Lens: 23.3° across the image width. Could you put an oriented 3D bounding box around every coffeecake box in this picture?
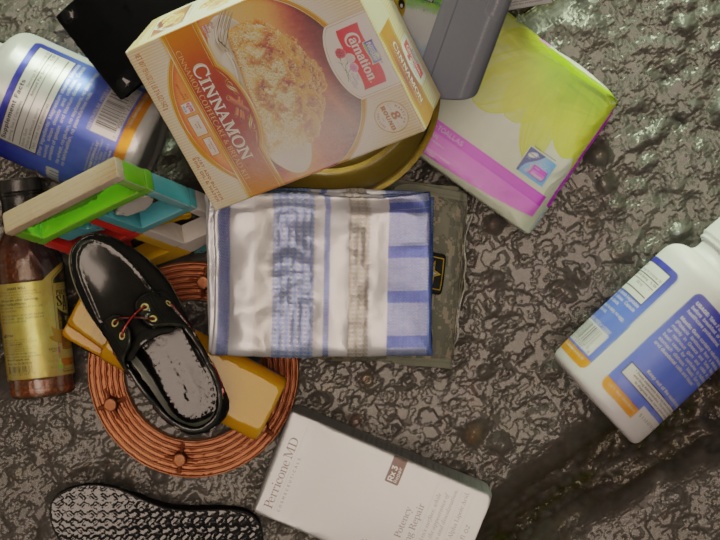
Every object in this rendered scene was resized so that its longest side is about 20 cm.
[{"bbox_3d":[-0.060,-0.157,1.395,0.199,0.073,0.154,-19,113,23],"label":"coffeecake box"}]

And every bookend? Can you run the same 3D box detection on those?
[{"bbox_3d":[-0.137,-0.255,1.540,0.198,0.200,0.092,-39,91,15],"label":"bookend"}]

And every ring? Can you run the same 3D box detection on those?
[{"bbox_3d":[-0.156,0.093,1.622,0.198,0.019,0.202,0,93,2],"label":"ring"}]

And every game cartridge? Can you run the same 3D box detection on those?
[{"bbox_3d":[0.016,-0.216,1.407,0.198,0.041,0.134,20,125,1],"label":"game cartridge"}]

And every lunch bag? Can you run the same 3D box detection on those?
[{"bbox_3d":[0.000,0.000,1.565,0.198,0.118,0.166,5,85,-4],"label":"lunch bag"}]

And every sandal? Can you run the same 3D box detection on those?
[{"bbox_3d":[-0.191,0.242,1.619,0.199,0.048,0.076,11,91,-11],"label":"sandal"}]

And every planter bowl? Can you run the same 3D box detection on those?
[{"bbox_3d":[-0.029,-0.165,1.497,0.198,0.084,0.202,0,77,1],"label":"planter bowl"}]

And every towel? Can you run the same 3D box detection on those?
[{"bbox_3d":[-0.035,0.002,1.492,0.198,0.024,0.148,1,93,-1],"label":"towel"}]

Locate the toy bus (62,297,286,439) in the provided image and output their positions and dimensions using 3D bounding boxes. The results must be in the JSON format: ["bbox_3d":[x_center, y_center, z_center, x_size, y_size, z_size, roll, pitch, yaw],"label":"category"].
[{"bbox_3d":[-0.168,0.078,1.568,0.199,0.078,0.065,28,87,-4],"label":"toy bus"}]

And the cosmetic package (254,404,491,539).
[{"bbox_3d":[0.011,0.207,1.594,0.199,0.074,0.102,21,92,0],"label":"cosmetic package"}]

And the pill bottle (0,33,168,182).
[{"bbox_3d":[-0.278,-0.144,1.564,0.199,0.112,0.113,23,92,2],"label":"pill bottle"}]

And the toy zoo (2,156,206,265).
[{"bbox_3d":[-0.200,-0.042,1.542,0.130,0.200,0.021,-23,66,26],"label":"toy zoo"}]

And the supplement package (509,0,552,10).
[{"bbox_3d":[0.071,-0.301,1.499,0.154,0.200,0.112,-9,118,2],"label":"supplement package"}]

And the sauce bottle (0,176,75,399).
[{"bbox_3d":[-0.302,0.015,1.600,0.065,0.066,0.202,-5,93,2],"label":"sauce bottle"}]

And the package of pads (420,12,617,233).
[{"bbox_3d":[0.115,-0.152,1.581,0.199,0.068,0.155,35,93,0],"label":"package of pads"}]

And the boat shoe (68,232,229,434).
[{"bbox_3d":[-0.181,0.052,1.498,0.073,0.063,0.202,-34,90,-4],"label":"boat shoe"}]

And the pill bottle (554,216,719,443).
[{"bbox_3d":[0.280,0.049,1.561,0.200,0.112,0.112,-43,90,2],"label":"pill bottle"}]
